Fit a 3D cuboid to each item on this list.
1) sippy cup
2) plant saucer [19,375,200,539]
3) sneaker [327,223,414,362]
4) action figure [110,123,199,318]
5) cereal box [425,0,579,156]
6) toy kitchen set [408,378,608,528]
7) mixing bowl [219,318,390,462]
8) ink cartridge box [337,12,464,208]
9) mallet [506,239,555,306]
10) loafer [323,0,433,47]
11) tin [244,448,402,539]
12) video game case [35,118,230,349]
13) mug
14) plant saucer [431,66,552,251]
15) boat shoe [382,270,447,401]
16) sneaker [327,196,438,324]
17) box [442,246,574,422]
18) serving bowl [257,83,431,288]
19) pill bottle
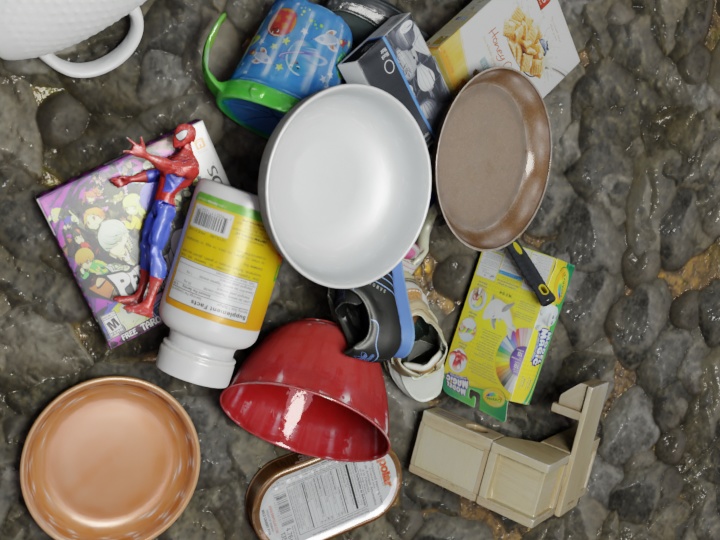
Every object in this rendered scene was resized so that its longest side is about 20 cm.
[{"bbox_3d":[-0.072,-0.215,1.138,0.177,0.138,0.132,32,77,-48],"label":"sippy cup"},{"bbox_3d":[-0.279,0.214,1.181,0.196,0.037,0.204,-4,102,-19],"label":"plant saucer"},{"bbox_3d":[0.000,0.000,1.140,0.077,0.070,0.204,0,66,-36],"label":"sneaker"},{"bbox_3d":[-0.230,-0.064,1.094,0.098,0.065,0.203,20,91,-32],"label":"action figure"},{"bbox_3d":[0.165,-0.248,1.219,0.200,0.039,0.145,-44,123,-24],"label":"cereal box"},{"bbox_3d":[0.199,0.194,1.332,0.199,0.178,0.166,-1,107,-60],"label":"toy kitchen set"},{"bbox_3d":[-0.050,0.125,1.185,0.198,0.199,0.110,28,59,-21],"label":"mixing bowl"},{"bbox_3d":[0.060,-0.166,1.150,0.100,0.039,0.202,-46,119,-29],"label":"ink cartridge box"},{"bbox_3d":[0.161,-0.041,1.237,0.065,0.041,0.203,-16,64,-12],"label":"mallet"},{"bbox_3d":[0.041,-0.246,1.195,0.198,0.068,0.072,27,70,-25],"label":"loafer"},{"bbox_3d":[-0.042,0.268,1.277,0.197,0.042,0.114,-20,110,-16],"label":"tin"},{"bbox_3d":[-0.225,-0.041,1.156,0.198,0.036,0.184,-27,107,-14],"label":"video game case"},{"bbox_3d":[-0.293,-0.277,1.045,0.174,0.148,0.201,-34,139,-3],"label":"mug"},{"bbox_3d":[0.143,-0.124,1.177,0.198,0.032,0.205,-11,106,-41],"label":"plant saucer"},{"bbox_3d":[0.063,0.094,1.230,0.074,0.069,0.202,-26,134,-5],"label":"boat shoe"},{"bbox_3d":[0.027,-0.018,1.222,0.080,0.088,0.203,23,91,-21],"label":"sneaker"},{"bbox_3d":[0.174,0.071,1.274,0.048,0.116,0.203,17,94,-44],"label":"box"},{"bbox_3d":[-0.024,-0.088,1.074,0.197,0.065,0.204,-8,105,-32],"label":"serving bowl"},{"bbox_3d":[-0.148,0.015,1.114,0.109,0.111,0.204,17,93,-21],"label":"pill bottle"}]
